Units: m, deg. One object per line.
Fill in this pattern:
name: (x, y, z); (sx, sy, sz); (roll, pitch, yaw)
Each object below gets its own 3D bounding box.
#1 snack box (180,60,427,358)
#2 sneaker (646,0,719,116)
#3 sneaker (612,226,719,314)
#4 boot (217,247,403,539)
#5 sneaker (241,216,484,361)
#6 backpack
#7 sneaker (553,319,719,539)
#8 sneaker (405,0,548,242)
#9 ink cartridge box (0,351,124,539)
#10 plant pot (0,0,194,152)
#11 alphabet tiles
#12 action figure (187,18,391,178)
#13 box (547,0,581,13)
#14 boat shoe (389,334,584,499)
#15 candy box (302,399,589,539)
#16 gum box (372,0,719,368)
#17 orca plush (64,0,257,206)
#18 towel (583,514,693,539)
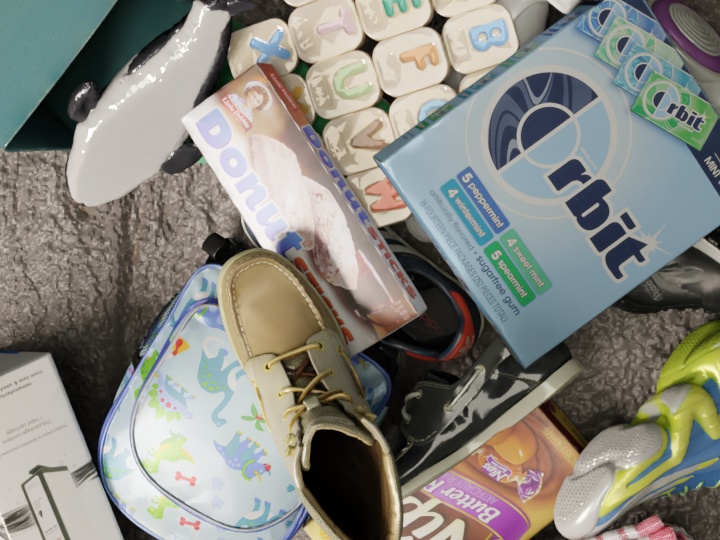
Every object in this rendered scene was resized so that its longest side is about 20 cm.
snack box: (-0.038, -0.039, 1.101); (0.072, 0.024, 0.200); (-32, 91, 24)
sneaker: (0.245, -0.097, 1.142); (0.200, 0.075, 0.100); (46, 128, -6)
sneaker: (0.224, -0.002, 1.162); (0.200, 0.076, 0.088); (30, 119, 5)
boot: (-0.030, 0.081, 1.024); (0.072, 0.155, 0.201); (-24, 95, -3)
sneaker: (0.000, 0.000, 1.176); (0.200, 0.085, 0.075); (29, 104, 2)
backpack: (-0.091, 0.109, 1.178); (0.183, 0.147, 0.200); (33, 103, 0)
sneaker: (0.230, 0.135, 1.154); (0.200, 0.076, 0.105); (-46, 104, -10)
sneaker: (0.105, -0.097, 1.131); (0.099, 0.078, 0.201); (30, 116, 35)
ink cartridge box: (-0.251, 0.167, 1.209); (0.084, 0.146, 0.201); (-25, 101, -28)
plant pot: (-0.247, -0.203, 1.148); (0.200, 0.141, 0.141); (43, 104, 9)
alphabet tiles: (0.011, -0.133, 1.101); (0.195, 0.015, 0.201); (-16, 90, 11)
action figure: (-0.041, -0.105, 1.155); (0.199, 0.055, 0.119); (21, 106, 22)
box: (0.104, -0.281, 1.046); (0.200, 0.199, 0.131); (42, 104, -2)
boat shoe: (0.060, 0.103, 1.145); (0.200, 0.072, 0.068); (-38, 84, 10)
candy box: (0.069, 0.167, 1.216); (0.200, 0.056, 0.117); (-41, 94, 15)
gum box: (0.138, -0.063, 1.071); (0.200, 0.045, 0.170); (-36, 102, -1)
orca plush: (-0.150, -0.138, 1.134); (0.105, 0.071, 0.200); (8, 128, -23)
towel: (0.142, 0.227, 1.173); (0.199, 0.146, 0.030); (-22, 68, 12)
